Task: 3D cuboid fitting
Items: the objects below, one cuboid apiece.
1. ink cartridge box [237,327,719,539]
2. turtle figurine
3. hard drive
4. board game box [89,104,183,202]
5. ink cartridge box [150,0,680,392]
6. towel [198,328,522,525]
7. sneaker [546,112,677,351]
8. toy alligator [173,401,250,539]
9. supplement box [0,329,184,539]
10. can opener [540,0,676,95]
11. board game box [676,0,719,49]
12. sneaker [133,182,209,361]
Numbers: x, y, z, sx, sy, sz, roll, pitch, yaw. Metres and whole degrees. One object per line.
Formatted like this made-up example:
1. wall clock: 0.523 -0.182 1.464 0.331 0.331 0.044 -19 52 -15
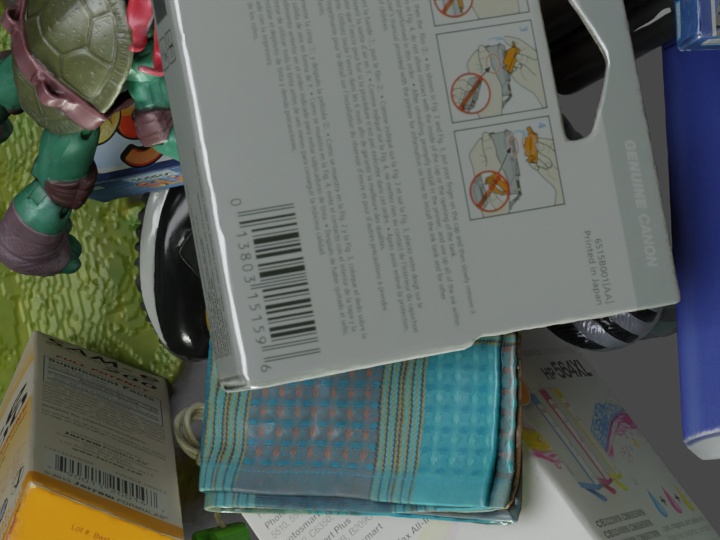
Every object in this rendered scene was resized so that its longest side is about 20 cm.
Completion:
1. ink cartridge box: 0.049 0.103 1.043 0.125 0.129 0.200 -42 73 20
2. turtle figurine: -0.102 -0.090 1.014 0.200 0.101 0.150 -42 55 37
3. hard drive: 0.187 -0.032 0.981 0.132 0.025 0.200 -15 58 26
4. board game box: -0.044 -0.112 1.067 0.200 0.034 0.135 -11 77 30
5. ink cartridge box: 0.017 -0.067 0.932 0.173 0.044 0.200 -10 88 -16
6. towel: 0.000 0.000 0.990 0.147 0.022 0.200 -2 82 31
7. sneaker: 0.070 -0.041 1.058 0.074 0.088 0.200 -44 64 20
8. toy alligator: -0.058 0.162 1.144 0.054 0.059 0.200 144 113 -66
9. supplement box: -0.139 0.122 1.100 0.073 0.200 0.126 22 102 -12
10. can opener: 0.154 -0.147 1.024 0.200 0.067 0.053 -29 118 19
11. board game box: 0.219 -0.156 0.942 0.200 0.034 0.135 -2 87 -6
12. sneaker: -0.037 -0.048 1.117 0.090 0.070 0.200 18 97 29
